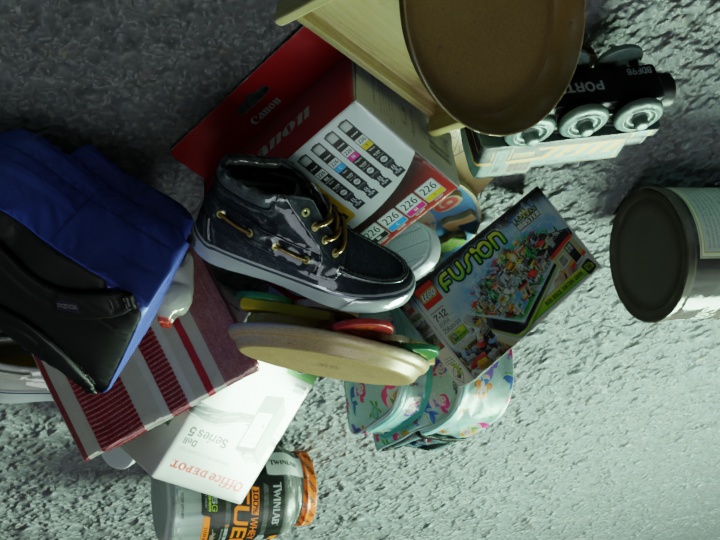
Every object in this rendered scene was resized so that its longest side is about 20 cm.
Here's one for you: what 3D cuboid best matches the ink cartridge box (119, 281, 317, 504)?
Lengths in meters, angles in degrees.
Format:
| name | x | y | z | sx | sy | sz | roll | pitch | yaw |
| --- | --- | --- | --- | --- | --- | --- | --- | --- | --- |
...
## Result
| name | x | y | z | sx | sy | sz | roll | pitch | yaw |
| --- | --- | --- | --- | --- | --- | --- | --- | --- | --- |
| ink cartridge box | -0.144 | 0.133 | 1.190 | 0.145 | 0.084 | 0.201 | 31 | 90 | -47 |

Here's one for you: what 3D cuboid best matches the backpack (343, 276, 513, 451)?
| name | x | y | z | sx | sy | sz | roll | pitch | yaw |
| --- | --- | --- | --- | --- | --- | --- | --- | --- | --- |
| backpack | 0.072 | 0.097 | 1.207 | 0.149 | 0.180 | 0.199 | 7 | 158 | -34 |

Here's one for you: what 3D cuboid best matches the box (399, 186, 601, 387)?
| name | x | y | z | sx | sy | sz | roll | pitch | yaw |
| --- | --- | --- | --- | --- | --- | --- | --- | --- | --- |
| box | 0.141 | 0.014 | 1.128 | 0.200 | 0.110 | 0.035 | -38 | 178 | -25 |

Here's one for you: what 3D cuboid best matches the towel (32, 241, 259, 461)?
| name | x | y | z | sx | sy | sz | roll | pitch | yaw |
| --- | --- | --- | --- | --- | --- | --- | --- | --- | --- |
| towel | -0.217 | 0.081 | 1.106 | 0.199 | 0.145 | 0.023 | -28 | 175 | 2 |

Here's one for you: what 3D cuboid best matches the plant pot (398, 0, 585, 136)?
| name | x | y | z | sx | sy | sz | roll | pitch | yaw |
| --- | --- | --- | --- | --- | --- | --- | --- | --- | --- |
| plant pot | 0.100 | -0.205 | 0.859 | 0.199 | 0.202 | 0.027 | 18 | 173 | -40 |

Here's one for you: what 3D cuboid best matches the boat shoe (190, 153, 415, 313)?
| name | x | y | z | sx | sy | sz | roll | pitch | yaw |
| --- | --- | --- | --- | --- | --- | --- | --- | --- | --- |
| boat shoe | -0.036 | -0.030 | 0.923 | 0.198 | 0.071 | 0.091 | 15 | 132 | -14 |

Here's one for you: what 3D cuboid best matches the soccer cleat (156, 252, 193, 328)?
| name | x | y | z | sx | sy | sz | roll | pitch | yaw |
| --- | --- | --- | --- | --- | --- | --- | --- | --- | --- |
| soccer cleat | -0.257 | -0.001 | 1.067 | 0.198 | 0.078 | 0.069 | 12 | 168 | -9 |

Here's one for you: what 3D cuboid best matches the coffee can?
| name | x | y | z | sx | sy | sz | roll | pitch | yaw |
| --- | --- | --- | --- | --- | --- | --- | --- | --- | --- |
| coffee can | 0.399 | -0.020 | 1.231 | 0.198 | 0.147 | 0.147 | -2 | 142 | -20 |

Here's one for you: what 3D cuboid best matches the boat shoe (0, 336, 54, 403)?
| name | x | y | z | sx | sy | sz | roll | pitch | yaw |
| --- | --- | --- | --- | --- | --- | --- | --- | --- | --- |
| boat shoe | -0.300 | 0.083 | 1.161 | 0.199 | 0.075 | 0.087 | -1 | 133 | -9 |

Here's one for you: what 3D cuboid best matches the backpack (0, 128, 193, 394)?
| name | x | y | z | sx | sy | sz | roll | pitch | yaw |
| --- | --- | --- | --- | --- | --- | --- | --- | --- | --- |
| backpack | -0.259 | -0.020 | 0.951 | 0.199 | 0.168 | 0.163 | 30 | 131 | -5 |

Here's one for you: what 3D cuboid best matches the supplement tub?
| name | x | y | z | sx | sy | sz | roll | pitch | yaw |
| --- | --- | --- | --- | --- | --- | --- | --- | --- | --- |
| supplement tub | -0.164 | 0.287 | 1.438 | 0.198 | 0.123 | 0.123 | -1 | 142 | -22 |

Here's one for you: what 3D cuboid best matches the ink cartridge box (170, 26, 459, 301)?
| name | x | y | z | sx | sy | sz | roll | pitch | yaw |
| --- | --- | --- | --- | --- | --- | --- | --- | --- | --- |
| ink cartridge box | -0.046 | -0.088 | 0.977 | 0.175 | 0.084 | 0.200 | 35 | 122 | -30 |

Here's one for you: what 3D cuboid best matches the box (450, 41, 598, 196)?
| name | x | y | z | sx | sy | sz | roll | pitch | yaw |
| --- | --- | --- | --- | --- | --- | --- | --- | --- | --- |
| box | 0.099 | -0.153 | 1.036 | 0.162 | 0.021 | 0.200 | 10 | 138 | -32 |

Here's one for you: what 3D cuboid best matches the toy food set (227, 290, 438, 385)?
| name | x | y | z | sx | sy | sz | roll | pitch | yaw |
| --- | --- | --- | --- | --- | --- | --- | --- | --- | --- |
| toy food set | -0.025 | 0.067 | 1.038 | 0.198 | 0.049 | 0.198 | 10 | 168 | 6 |

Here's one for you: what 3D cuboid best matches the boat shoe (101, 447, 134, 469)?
| name | x | y | z | sx | sy | sz | roll | pitch | yaw |
| --- | --- | --- | --- | --- | --- | --- | --- | --- | --- |
| boat shoe | -0.228 | 0.144 | 1.271 | 0.201 | 0.072 | 0.068 | -58 | 163 | 26 |

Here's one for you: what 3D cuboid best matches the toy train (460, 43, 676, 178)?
| name | x | y | z | sx | sy | sz | roll | pitch | yaw |
| --- | --- | --- | --- | --- | --- | --- | --- | --- | --- |
| toy train | 0.181 | -0.140 | 1.003 | 0.198 | 0.086 | 0.114 | -9 | 157 | -14 |

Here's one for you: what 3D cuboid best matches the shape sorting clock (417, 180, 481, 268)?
| name | x | y | z | sx | sy | sz | roll | pitch | yaw |
| --- | --- | --- | --- | --- | --- | --- | --- | --- | --- |
| shape sorting clock | 0.025 | -0.038 | 1.126 | 0.198 | 0.040 | 0.201 | -5 | 152 | -3 |

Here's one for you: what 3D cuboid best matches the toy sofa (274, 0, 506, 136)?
| name | x | y | z | sx | sy | sz | roll | pitch | yaw |
| --- | --- | --- | --- | --- | --- | --- | --- | --- | --- |
| toy sofa | 0.033 | -0.201 | 0.889 | 0.082 | 0.099 | 0.199 | -14 | 147 | 43 |

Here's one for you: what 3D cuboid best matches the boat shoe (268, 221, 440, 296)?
| name | x | y | z | sx | sy | sz | roll | pitch | yaw |
| --- | --- | --- | --- | --- | --- | --- | --- | --- | --- |
| boat shoe | 0.000 | 0.000 | 1.097 | 0.199 | 0.073 | 0.062 | -16 | 156 | 34 |
